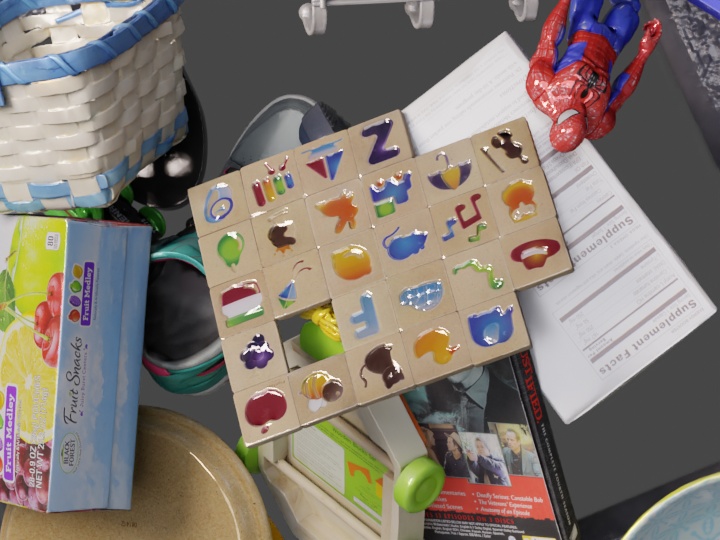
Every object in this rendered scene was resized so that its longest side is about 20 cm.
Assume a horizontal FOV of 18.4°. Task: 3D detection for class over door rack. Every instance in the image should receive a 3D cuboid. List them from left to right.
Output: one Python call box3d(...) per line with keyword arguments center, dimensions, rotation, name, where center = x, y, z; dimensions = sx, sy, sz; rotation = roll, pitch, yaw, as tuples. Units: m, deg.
box3d(center=(0.033, -0.244, 1.309), dimensions=(0.147, 0.067, 0.201), rotation=(-5, 109, -14), name="over door rack")

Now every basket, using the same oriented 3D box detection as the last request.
box3d(center=(-0.181, -0.142, 1.269), dimensions=(0.138, 0.176, 0.201), rotation=(1, 111, 22), name="basket")

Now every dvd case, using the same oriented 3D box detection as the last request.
box3d(center=(0.046, 0.082, 1.289), dimensions=(0.146, 0.022, 0.201), rotation=(-1, 114, 41), name="dvd case")

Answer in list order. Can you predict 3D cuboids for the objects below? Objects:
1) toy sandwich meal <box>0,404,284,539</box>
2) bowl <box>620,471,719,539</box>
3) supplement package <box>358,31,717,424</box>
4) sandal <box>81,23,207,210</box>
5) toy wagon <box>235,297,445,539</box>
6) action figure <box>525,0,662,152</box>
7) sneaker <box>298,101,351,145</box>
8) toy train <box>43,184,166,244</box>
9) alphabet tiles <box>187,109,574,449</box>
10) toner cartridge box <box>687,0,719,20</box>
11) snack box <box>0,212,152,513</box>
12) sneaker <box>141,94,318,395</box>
box3d(center=(-0.128, 0.182, 1.371), dimensions=(0.204, 0.070, 0.206), rotation=(-1, 86, 19), name="toy sandwich meal")
box3d(center=(0.234, 0.209, 1.280), dimensions=(0.199, 0.108, 0.201), rotation=(0, 89, 11), name="bowl")
box3d(center=(0.107, -0.023, 1.301), dimensions=(0.109, 0.114, 0.200), rotation=(-37, 83, 7), name="supplement package")
box3d(center=(-0.145, -0.135, 1.382), dimensions=(0.075, 0.045, 0.201), rotation=(-11, 88, 10), name="sandal")
box3d(center=(-0.011, 0.095, 1.295), dimensions=(0.155, 0.039, 0.201), rotation=(35, 138, 36), name="toy wagon")
box3d(center=(0.135, -0.138, 1.263), dimensions=(0.065, 0.201, 0.052), rotation=(35, 139, -17), name="action figure")
box3d(center=(0.000, 0.000, 1.331), dimensions=(0.082, 0.070, 0.201), rotation=(-27, 95, 13), name="sneaker")
box3d(center=(-0.201, -0.066, 1.389), dimensions=(0.200, 0.042, 0.056), rotation=(43, 133, 10), name="toy train")
box3d(center=(0.011, -0.009, 1.224), dimensions=(0.199, 0.008, 0.168), rotation=(-20, 61, 9), name="alphabet tiles")
box3d(center=(0.292, -0.154, 1.304), dimensions=(0.200, 0.043, 0.095), rotation=(34, 94, 9), name="toner cartridge box")
box3d(center=(-0.213, 0.049, 1.332), dimensions=(0.200, 0.067, 0.170), rotation=(4, 90, 49), name="snack box")
box3d(center=(-0.082, -0.017, 1.332), dimensions=(0.083, 0.121, 0.201), rotation=(25, 93, 9), name="sneaker")
